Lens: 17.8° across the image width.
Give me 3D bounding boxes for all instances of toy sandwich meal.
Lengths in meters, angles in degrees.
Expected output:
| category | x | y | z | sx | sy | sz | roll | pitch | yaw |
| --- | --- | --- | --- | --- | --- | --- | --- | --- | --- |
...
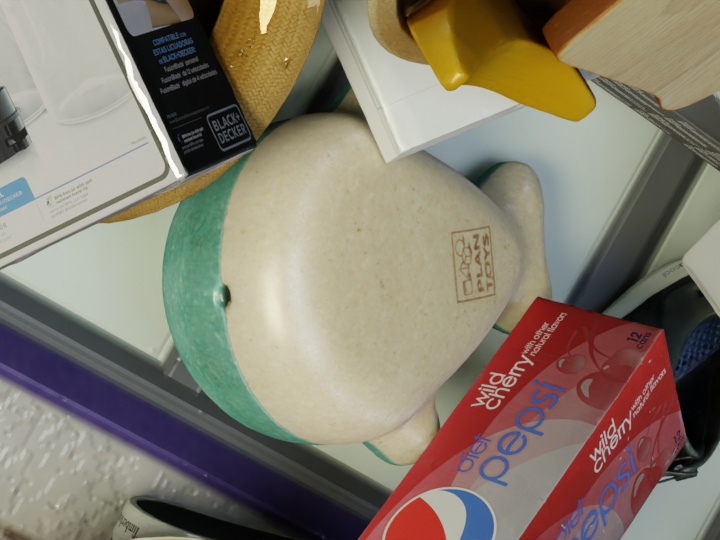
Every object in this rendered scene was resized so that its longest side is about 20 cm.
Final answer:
| category | x | y | z | sx | sy | sz | roll | pitch | yaw |
| --- | --- | --- | --- | --- | --- | --- | --- | --- | --- |
| toy sandwich meal | 0.096 | -0.113 | 0.799 | 0.204 | 0.205 | 0.070 | -21 | 69 | -23 |

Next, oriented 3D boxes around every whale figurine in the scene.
| category | x | y | z | sx | sy | sz | roll | pitch | yaw |
| --- | --- | --- | --- | --- | --- | --- | --- | --- | --- |
| whale figurine | 0.000 | 0.000 | 0.942 | 0.200 | 0.103 | 0.160 | -12 | 96 | -51 |

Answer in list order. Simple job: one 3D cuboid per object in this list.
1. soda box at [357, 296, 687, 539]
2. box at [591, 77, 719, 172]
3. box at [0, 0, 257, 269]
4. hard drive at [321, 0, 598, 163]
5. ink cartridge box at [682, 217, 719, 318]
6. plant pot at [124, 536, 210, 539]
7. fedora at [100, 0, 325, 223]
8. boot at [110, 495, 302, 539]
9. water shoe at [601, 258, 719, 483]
| category | x | y | z | sx | sy | sz | roll | pitch | yaw |
| --- | --- | --- | --- | --- | --- | --- | --- | --- | --- |
| soda box | 0.054 | 0.104 | 0.915 | 0.200 | 0.063 | 0.070 | -51 | 139 | -33 |
| box | 0.150 | -0.147 | 1.001 | 0.200 | 0.050 | 0.158 | 31 | 86 | -33 |
| box | -0.133 | -0.105 | 0.774 | 0.201 | 0.116 | 0.060 | 66 | 25 | -3 |
| hard drive | 0.027 | -0.157 | 0.894 | 0.131 | 0.026 | 0.201 | -23 | 88 | -23 |
| ink cartridge box | 0.259 | -0.038 | 0.991 | 0.199 | 0.147 | 0.083 | -22 | 70 | -37 |
| plant pot | -0.087 | 0.198 | 0.913 | 0.199 | 0.027 | 0.201 | -4 | 102 | -18 |
| fedora | -0.090 | -0.117 | 0.833 | 0.082 | 0.200 | 0.202 | -29 | 124 | -65 |
| boot | -0.034 | 0.190 | 0.978 | 0.199 | 0.072 | 0.145 | 19 | 94 | -24 |
| water shoe | 0.109 | 0.069 | 1.019 | 0.200 | 0.079 | 0.072 | -45 | 120 | -12 |
